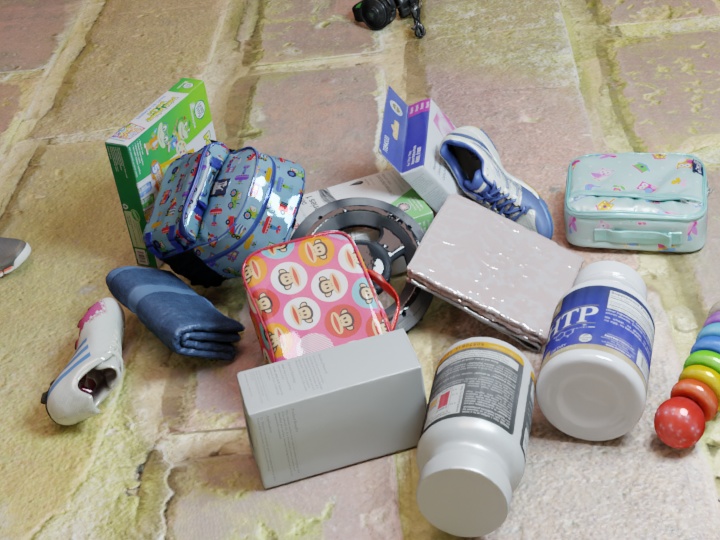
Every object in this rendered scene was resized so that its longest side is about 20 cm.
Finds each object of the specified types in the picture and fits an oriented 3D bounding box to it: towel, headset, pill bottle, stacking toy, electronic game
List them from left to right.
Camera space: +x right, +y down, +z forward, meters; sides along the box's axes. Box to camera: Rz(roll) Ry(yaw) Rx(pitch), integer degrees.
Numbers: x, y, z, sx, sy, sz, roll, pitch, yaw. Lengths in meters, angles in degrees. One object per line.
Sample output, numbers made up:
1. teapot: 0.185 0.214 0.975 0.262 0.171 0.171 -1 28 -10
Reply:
1. towel: -0.241 0.048 1.555 0.111 0.049 0.199 9 19 -42
2. electronic game: 0.000 0.000 1.541 0.197 0.042 0.203 1 68 -3
3. headset: 0.065 -0.495 2.323 0.122 0.095 0.200 -26 22 -18
4. pill bottle: 0.120 0.172 1.269 0.115 0.118 0.201 1 35 14
5. towel: 0.171 -0.003 1.531 0.198 0.032 0.192 28 42 6
6. pill bottle: 0.270 0.082 1.366 0.118 0.121 0.201 3 35 17
7. stacking toy: 0.385 0.118 1.330 0.085 0.086 0.200 17 46 33

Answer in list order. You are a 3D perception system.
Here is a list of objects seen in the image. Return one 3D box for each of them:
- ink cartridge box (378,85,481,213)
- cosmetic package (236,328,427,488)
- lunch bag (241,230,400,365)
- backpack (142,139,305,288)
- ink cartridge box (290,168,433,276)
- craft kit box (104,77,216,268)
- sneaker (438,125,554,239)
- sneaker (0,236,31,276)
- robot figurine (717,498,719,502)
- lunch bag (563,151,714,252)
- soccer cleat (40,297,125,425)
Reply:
1. ink cartridge box: 0.110 -0.155 1.695 0.043 0.200 0.197 -33 26 25
2. cosmetic package: -0.028 0.152 1.340 0.197 0.114 0.081 -14 34 -11
3. lunch bag: -0.039 0.054 1.446 0.174 0.082 0.202 -16 66 -9
4. backpack: -0.170 -0.081 1.594 0.199 0.134 0.185 -10 55 50
5. ink cartridge box: -0.014 -0.050 1.654 0.197 0.085 0.146 -17 34 -13
6. craft kit box: -0.273 -0.142 1.744 0.048 0.202 0.198 8 38 23
7. sneaker: 0.175 -0.104 1.630 0.200 0.075 0.088 49 30 11
8. sneaker: -0.580 -0.035 1.760 0.197 0.083 0.077 -3 34 8
9. robot figurine: 0.437 0.216 1.128 0.197 0.113 0.172 -18 71 0
10. lunch bag: 0.375 -0.092 1.636 0.197 0.078 0.161 1 35 14
11. soccer cleat: -0.318 0.110 1.497 0.085 0.070 0.201 -12 39 26
